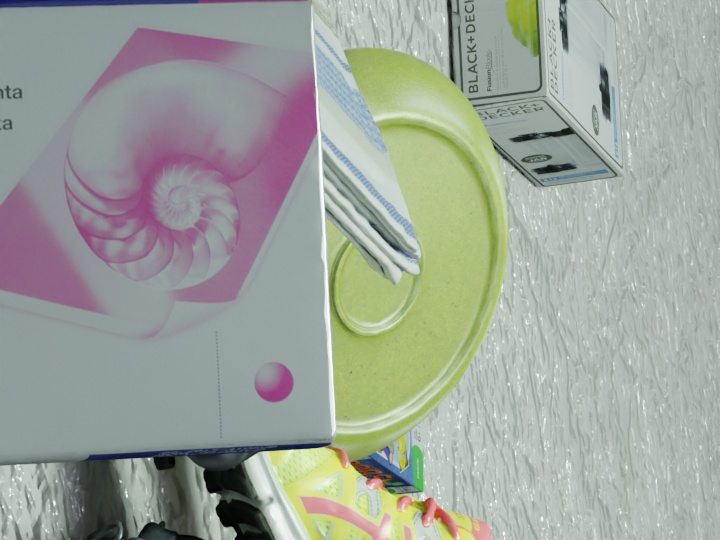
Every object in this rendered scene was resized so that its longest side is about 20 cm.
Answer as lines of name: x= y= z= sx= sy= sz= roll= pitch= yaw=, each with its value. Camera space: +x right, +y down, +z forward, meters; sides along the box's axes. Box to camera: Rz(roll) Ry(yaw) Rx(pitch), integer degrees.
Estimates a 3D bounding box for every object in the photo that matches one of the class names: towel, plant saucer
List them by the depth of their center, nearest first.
towel: x=-0.037 y=-0.101 z=1.194 sx=0.147 sy=0.024 sz=0.201 roll=46 pitch=19 yaw=-54
plant saucer: x=0.000 y=0.000 z=1.341 sx=0.199 sy=0.031 sz=0.201 roll=-16 pitch=115 yaw=-37

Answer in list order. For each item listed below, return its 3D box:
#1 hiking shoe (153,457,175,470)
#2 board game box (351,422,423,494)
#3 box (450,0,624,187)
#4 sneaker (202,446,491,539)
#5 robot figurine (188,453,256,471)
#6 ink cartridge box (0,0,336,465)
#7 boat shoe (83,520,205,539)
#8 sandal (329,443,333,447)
hiking shoe: x=-0.079 y=-0.023 z=1.243 sx=0.087 sy=0.074 sz=0.201 roll=75 pitch=27 yaw=-55
board game box: x=-0.005 y=0.004 z=1.501 sx=0.135 sy=0.034 sz=0.201 roll=39 pitch=48 yaw=-66
box: x=0.113 y=-0.133 z=1.871 sx=0.200 sy=0.060 sz=0.117 roll=36 pitch=50 yaw=-66
sneaker: x=0.005 y=0.114 z=1.209 sx=0.200 sy=0.090 sz=0.078 roll=59 pitch=-13 yaw=-9
robot figurine: x=-0.098 y=-0.001 z=1.063 sx=0.200 sy=0.124 sz=0.151 roll=-16 pitch=99 yaw=-70
ink cartridge box: x=-0.110 y=-0.038 z=0.941 sx=0.043 sy=0.195 sz=0.201 roll=153 pitch=-67 yaw=-77
boat shoe: x=-0.093 y=0.137 z=1.129 sx=0.075 sy=0.062 sz=0.200 roll=-62 pitch=171 yaw=11
sandal: x=-0.033 y=0.133 z=1.274 sx=0.078 sy=0.069 sz=0.213 roll=160 pitch=-85 yaw=-85
